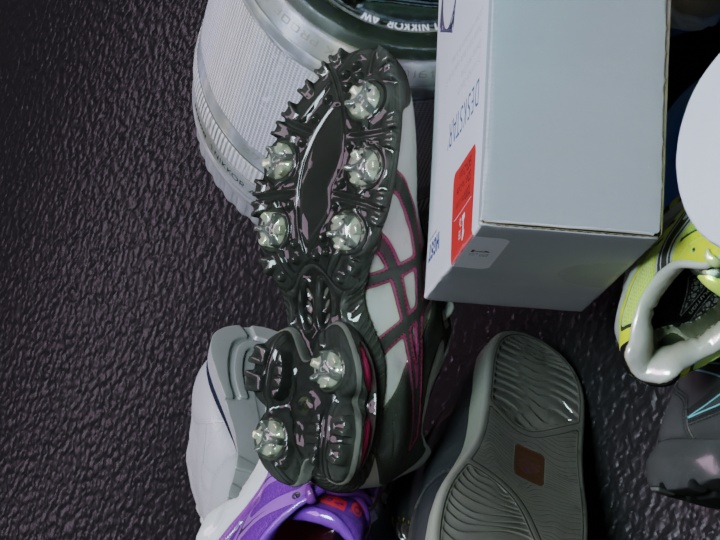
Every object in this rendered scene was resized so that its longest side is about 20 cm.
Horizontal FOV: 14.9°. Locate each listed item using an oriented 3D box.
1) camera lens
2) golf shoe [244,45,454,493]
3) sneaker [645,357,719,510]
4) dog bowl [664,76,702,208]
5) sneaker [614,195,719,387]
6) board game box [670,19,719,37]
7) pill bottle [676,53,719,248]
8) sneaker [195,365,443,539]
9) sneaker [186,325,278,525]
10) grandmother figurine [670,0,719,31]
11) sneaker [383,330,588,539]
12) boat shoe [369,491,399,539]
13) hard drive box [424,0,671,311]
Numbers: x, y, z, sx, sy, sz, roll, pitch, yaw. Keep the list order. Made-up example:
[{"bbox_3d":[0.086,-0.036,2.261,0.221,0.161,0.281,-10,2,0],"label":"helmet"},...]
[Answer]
[{"bbox_3d":[0.003,-0.119,1.358,0.200,0.159,0.161,113,158,-60],"label":"camera lens"},{"bbox_3d":[0.000,0.000,1.250,0.077,0.088,0.201,7,91,41],"label":"golf shoe"},{"bbox_3d":[0.191,0.055,1.131,0.200,0.075,0.080,-7,67,54],"label":"sneaker"},{"bbox_3d":[0.199,-0.060,1.196,0.200,0.049,0.112,-36,48,41],"label":"dog bowl"},{"bbox_3d":[0.173,-0.023,1.110,0.200,0.075,0.077,-55,6,37],"label":"sneaker"},{"bbox_3d":[0.180,-0.222,1.293,0.195,0.056,0.201,-13,65,53],"label":"board game box"},{"bbox_3d":[0.215,-0.025,1.013,0.112,0.199,0.113,-21,62,46],"label":"pill bottle"},{"bbox_3d":[-0.008,0.096,1.306,0.201,0.080,0.083,-64,25,-5],"label":"sneaker"},{"bbox_3d":[-0.054,0.128,1.471,0.081,0.076,0.201,124,150,-42],"label":"sneaker"},{"bbox_3d":[0.189,-0.135,1.148,0.200,0.060,0.122,-4,65,51],"label":"grandmother figurine"},{"bbox_3d":[0.051,0.127,1.279,0.106,0.075,0.200,-55,9,36],"label":"sneaker"},{"bbox_3d":[0.002,0.149,1.373,0.073,0.062,0.201,-43,44,32],"label":"boat shoe"},{"bbox_3d":[0.079,-0.096,1.173,0.156,0.076,0.201,120,153,-76],"label":"hard drive box"}]
